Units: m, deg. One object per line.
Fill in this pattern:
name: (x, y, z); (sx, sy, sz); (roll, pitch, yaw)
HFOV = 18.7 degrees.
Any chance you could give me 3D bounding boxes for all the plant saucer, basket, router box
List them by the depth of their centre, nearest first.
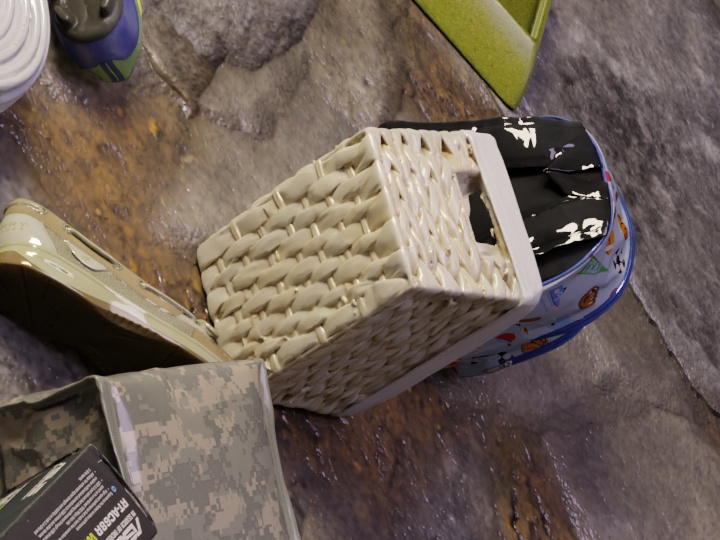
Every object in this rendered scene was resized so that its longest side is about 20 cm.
router box: (-0.208, 0.183, 1.080); (0.062, 0.150, 0.200); (54, 32, -8)
basket: (0.000, 0.000, 1.470); (0.123, 0.200, 0.136); (8, 58, -46)
plant saucer: (0.110, -0.276, 1.976); (0.200, 0.048, 0.200); (46, 34, -21)

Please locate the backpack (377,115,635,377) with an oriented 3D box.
backpack: (0.109, -0.020, 1.640); (0.154, 0.190, 0.200); (43, 33, -53)

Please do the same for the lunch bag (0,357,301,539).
lunch bag: (-0.117, 0.159, 1.246); (0.164, 0.118, 0.200); (-4, 80, -58)

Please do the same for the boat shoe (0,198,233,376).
boat shoe: (-0.145, 0.029, 1.366); (0.201, 0.073, 0.063); (32, 46, -25)

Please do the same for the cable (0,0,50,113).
cable: (-0.280, -0.178, 1.342); (0.200, 0.069, 0.200); (-12, 75, -56)

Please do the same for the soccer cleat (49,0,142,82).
soccer cleat: (-0.188, -0.216, 1.525); (0.084, 0.065, 0.200); (67, 11, -54)
